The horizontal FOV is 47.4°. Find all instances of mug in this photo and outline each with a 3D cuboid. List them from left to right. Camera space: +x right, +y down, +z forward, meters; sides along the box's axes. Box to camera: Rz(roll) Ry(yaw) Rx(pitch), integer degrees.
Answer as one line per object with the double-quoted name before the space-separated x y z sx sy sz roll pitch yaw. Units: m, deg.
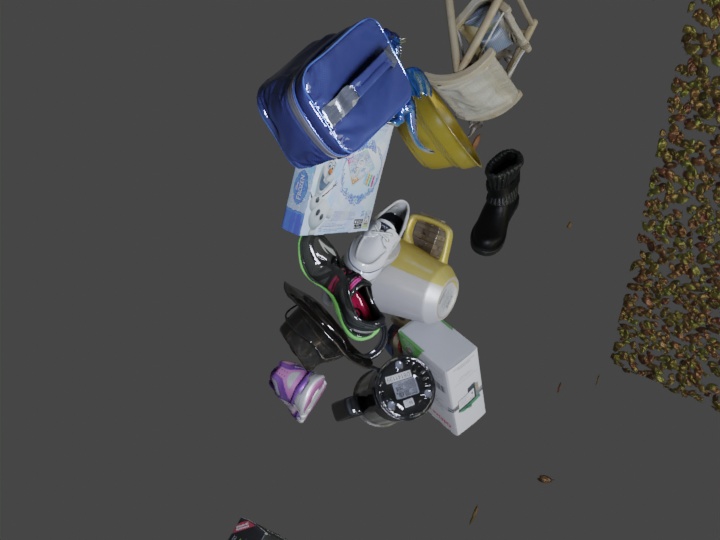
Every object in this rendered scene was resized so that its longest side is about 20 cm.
"mug" 0.100 0.011 1.526 0.149 0.152 0.189 -35 138 -44

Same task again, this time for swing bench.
"swing bench" 0.213 -0.383 1.430 0.198 0.128 0.203 20 81 -64

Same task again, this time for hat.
"hat" -0.073 0.111 1.294 0.081 0.201 0.200 -46 151 2

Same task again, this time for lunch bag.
"lunch bag" -0.022 -0.241 1.101 0.200 0.131 0.137 -50 118 -31

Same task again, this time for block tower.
"block tower" 0.118 -0.011 1.648 0.058 0.054 0.203 9 102 -62

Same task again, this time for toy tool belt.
"toy tool belt" 0.099 0.150 1.697 0.125 0.123 0.200 -50 139 0

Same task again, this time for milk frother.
"milk frother" 0.032 0.192 1.573 0.188 0.178 0.203 135 -44 -70

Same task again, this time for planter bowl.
"planter bowl" 0.120 -0.238 1.408 0.083 0.202 0.200 -34 156 15

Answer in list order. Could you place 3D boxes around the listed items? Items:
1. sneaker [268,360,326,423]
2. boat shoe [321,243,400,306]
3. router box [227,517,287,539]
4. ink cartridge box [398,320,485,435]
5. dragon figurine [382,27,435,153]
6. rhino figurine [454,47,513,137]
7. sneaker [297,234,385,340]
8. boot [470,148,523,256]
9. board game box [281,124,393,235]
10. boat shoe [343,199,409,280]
"sneaker" -0.110 0.195 1.374 0.081 0.088 0.200 -58 173 -17
"boat shoe" 0.000 0.000 1.439 0.200 0.072 0.069 -46 167 -47
"router box" -0.211 0.556 1.463 0.201 0.062 0.150 -59 150 -16
"ink cartridge box" 0.159 0.199 1.583 0.084 0.146 0.202 -34 136 -19
"dragon figurine" 0.073 -0.280 1.279 0.099 0.201 0.059 -37 178 30
"rhino figurine" 0.235 -0.358 1.597 0.087 0.059 0.203 -8 119 -47
"sneaker" -0.025 0.015 1.303 0.201 0.083 0.077 54 49 -7
"boot" 0.304 -0.155 1.842 0.159 0.078 0.213 82 29 -55
"board game box" -0.030 -0.160 1.288 0.199 0.043 0.202 -9 117 -58
"boat shoe" 0.031 -0.060 1.412 0.066 0.073 0.201 -61 179 41
